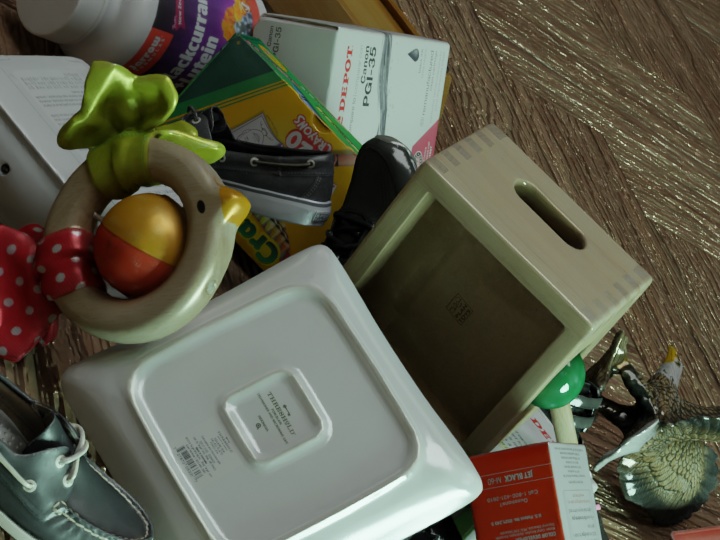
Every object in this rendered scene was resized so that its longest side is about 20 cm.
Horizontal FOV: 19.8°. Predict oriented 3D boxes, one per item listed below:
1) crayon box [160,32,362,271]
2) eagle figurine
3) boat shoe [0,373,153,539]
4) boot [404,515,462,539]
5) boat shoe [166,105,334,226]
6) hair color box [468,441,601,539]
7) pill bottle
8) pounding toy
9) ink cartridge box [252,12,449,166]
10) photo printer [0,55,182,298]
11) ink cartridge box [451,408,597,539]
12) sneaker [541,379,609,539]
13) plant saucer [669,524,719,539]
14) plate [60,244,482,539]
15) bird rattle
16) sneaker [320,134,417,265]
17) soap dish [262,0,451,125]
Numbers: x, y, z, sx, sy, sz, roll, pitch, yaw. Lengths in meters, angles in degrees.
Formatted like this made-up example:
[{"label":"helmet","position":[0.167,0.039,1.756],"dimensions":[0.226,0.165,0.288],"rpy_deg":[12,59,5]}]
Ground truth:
[{"label":"crayon box","position":[-0.061,-0.074,1.620],"dimensions":[0.200,0.119,0.058],"rpy_deg":[45,12,8]},{"label":"eagle figurine","position":[0.266,0.130,1.730],"dimensions":[0.200,0.151,0.152],"rpy_deg":[33,-10,-17]},{"label":"boat shoe","position":[-0.193,0.102,1.178],"dimensions":[0.200,0.060,0.074],"rpy_deg":[38,22,-12]},{"label":"boot","position":[-0.021,0.163,1.319],"dimensions":[0.199,0.076,0.169],"rpy_deg":[-4,63,-31]},{"label":"boat shoe","position":[-0.112,-0.090,1.547],"dimensions":[0.199,0.067,0.070],"rpy_deg":[18,13,16]},{"label":"hair color box","position":[0.124,0.216,1.347],"dimensions":[0.111,0.064,0.201],"rpy_deg":[18,60,-71]},{"label":"pill bottle","position":[-0.178,-0.206,1.682],"dimensions":[0.200,0.111,0.112],"rpy_deg":[14,36,-48]},{"label":"pounding toy","position":[0.099,0.035,1.430],"dimensions":[0.200,0.184,0.142],"rpy_deg":[45,36,9]},{"label":"ink cartridge box","position":[-0.013,-0.136,1.765],"dimensions":[0.083,0.147,0.200],"rpy_deg":[13,8,29]},{"label":"photo printer","position":[-0.195,-0.061,1.452],"dimensions":[0.200,0.069,0.166],"rpy_deg":[49,23,14]},{"label":"ink cartridge box","position":[0.061,0.135,1.500],"dimensions":[0.145,0.084,0.200],"rpy_deg":[52,25,23]},{"label":"sneaker","position":[0.161,0.146,1.626],"dimensions":[0.071,0.099,0.200],"rpy_deg":[9,41,-56]},{"label":"plant saucer","position":[0.351,0.302,1.740],"dimensions":[0.200,0.037,0.200],"rpy_deg":[4,44,-55]},{"label":"plate","position":[-0.055,0.096,1.268],"dimensions":[0.200,0.199,0.032],"rpy_deg":[57,-19,19]},{"label":"bird rattle","position":[-0.157,-0.023,1.283],"dimensions":[0.163,0.200,0.113],"rpy_deg":[30,-9,31]},{"label":"sneaker","position":[0.000,0.000,1.528],"dimensions":[0.079,0.201,0.075],"rpy_deg":[-3,14,-43]},{"label":"soap dish","position":[-0.009,-0.231,2.040],"dimensions":[0.157,0.081,0.200],"rpy_deg":[12,36,-51]}]
